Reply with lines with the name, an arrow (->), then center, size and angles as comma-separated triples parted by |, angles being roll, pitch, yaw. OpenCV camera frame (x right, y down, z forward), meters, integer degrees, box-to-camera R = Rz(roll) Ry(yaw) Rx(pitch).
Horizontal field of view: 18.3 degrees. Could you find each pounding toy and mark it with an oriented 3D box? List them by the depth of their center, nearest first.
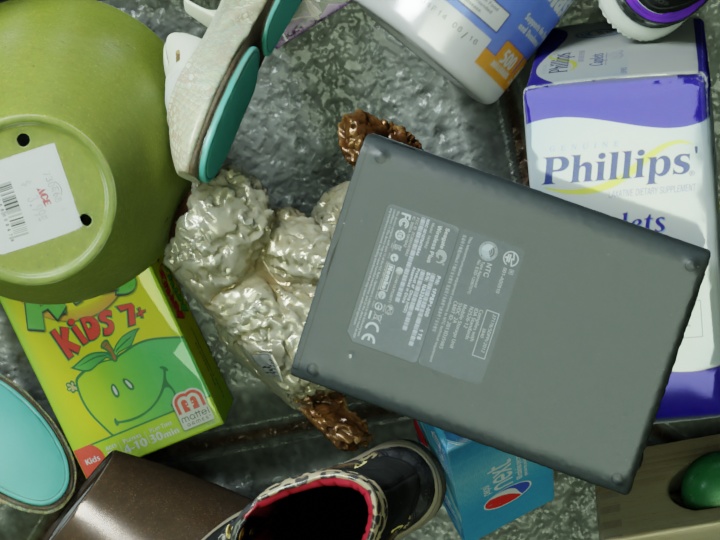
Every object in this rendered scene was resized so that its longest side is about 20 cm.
pounding toy -> 0.246, 0.164, 1.409 | 0.182, 0.142, 0.202 | -10, 115, 8

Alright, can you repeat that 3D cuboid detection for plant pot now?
plant pot -> -0.181, -0.055, 1.287 | 0.185, 0.200, 0.189 | -1, 102, -4
plant pot -> -0.105, 0.211, 1.410 | 0.199, 0.187, 0.187 | 37, 105, -6

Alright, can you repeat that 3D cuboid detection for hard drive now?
hard drive -> 0.076, 0.024, 1.226 | 0.198, 0.033, 0.141 | 19, 98, 7

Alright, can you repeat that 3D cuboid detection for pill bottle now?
pill bottle -> 0.094, -0.208, 1.309 | 0.112, 0.112, 0.201 | 38, 93, -6

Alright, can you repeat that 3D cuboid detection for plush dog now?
plush dog -> 0.000, 0.000, 1.344 | 0.172, 0.200, 0.160 | -44, 62, -8

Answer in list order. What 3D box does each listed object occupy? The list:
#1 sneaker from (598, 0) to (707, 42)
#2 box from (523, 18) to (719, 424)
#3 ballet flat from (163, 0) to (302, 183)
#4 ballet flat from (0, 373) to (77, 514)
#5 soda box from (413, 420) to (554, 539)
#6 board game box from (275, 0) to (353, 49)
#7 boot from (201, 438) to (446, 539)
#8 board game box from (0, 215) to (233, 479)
sneaker -> 0.218, -0.220, 1.275 | 0.069, 0.100, 0.201 | 36, 72, -3
box -> 0.160, -0.034, 1.321 | 0.104, 0.184, 0.202 | -4, 105, 9
ballet flat -> -0.082, -0.132, 1.306 | 0.062, 0.201, 0.068 | 18, 145, 9
ballet flat -> -0.267, 0.087, 1.454 | 0.199, 0.071, 0.071 | 37, 105, -1
soda box -> 0.073, 0.099, 1.352 | 0.067, 0.200, 0.064 | -27, 67, -5
board game box -> -0.055, -0.251, 1.364 | 0.119, 0.032, 0.201 | -31, 100, 8
boot -> -0.050, 0.164, 1.254 | 0.199, 0.151, 0.074 | -30, 84, 10
board game box -> -0.170, 0.021, 1.437 | 0.101, 0.048, 0.201 | -22, 102, 11
